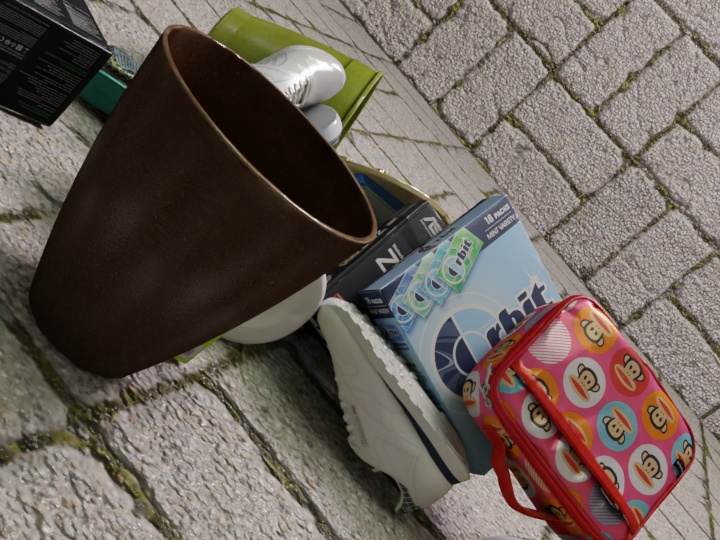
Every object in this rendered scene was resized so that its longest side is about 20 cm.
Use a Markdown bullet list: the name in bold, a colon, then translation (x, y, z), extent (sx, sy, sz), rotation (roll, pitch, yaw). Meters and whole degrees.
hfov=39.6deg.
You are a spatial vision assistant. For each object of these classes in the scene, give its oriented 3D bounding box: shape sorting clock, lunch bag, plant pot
- **shape sorting clock**: translation (0.003, -0.072, 1.054), extent (0.199, 0.039, 0.200), rotation (20, -19, 7)
- **lunch bag**: translation (0.186, 0.141, 0.890), extent (0.200, 0.176, 0.082), rotation (52, -25, -5)
- **plant pot**: translation (-0.123, -0.024, 0.672), extent (0.187, 0.200, 0.187), rotation (42, 17, -16)
- **plant pot**: translation (-0.106, -0.207, 1.202), extent (0.192, 0.201, 0.200), rotation (34, 17, -3)

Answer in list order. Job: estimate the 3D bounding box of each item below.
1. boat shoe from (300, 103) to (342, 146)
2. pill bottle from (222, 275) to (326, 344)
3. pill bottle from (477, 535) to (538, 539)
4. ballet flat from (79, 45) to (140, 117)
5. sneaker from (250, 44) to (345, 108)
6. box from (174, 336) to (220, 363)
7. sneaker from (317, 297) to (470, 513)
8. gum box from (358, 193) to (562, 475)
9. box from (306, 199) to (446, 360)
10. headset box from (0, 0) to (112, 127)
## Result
- **boat shoe**: translation (-0.090, -0.136, 1.081), extent (0.069, 0.199, 0.057), rotation (-51, 126, -33)
- **pill bottle**: translation (-0.108, -0.040, 0.903), extent (0.114, 0.114, 0.200), rotation (34, 21, -39)
- **pill bottle**: translation (0.156, 0.284, 0.837), extent (0.200, 0.112, 0.113), rotation (26, 27, -53)
- **ballet flat**: translation (-0.194, -0.152, 0.997), extent (0.200, 0.074, 0.074), rotation (42, 17, -20)
- **sneaker**: translation (-0.090, -0.174, 0.986), extent (0.199, 0.071, 0.080), rotation (-13, 44, -37)
- **box**: translation (-0.143, -0.043, 0.796), extent (0.200, 0.122, 0.048), rotation (57, 5, 27)
- **sneaker**: translation (0.013, 0.117, 0.868), extent (0.201, 0.080, 0.076), rotation (57, 14, 1)
- **gum box**: translation (0.115, 0.058, 0.936), extent (0.201, 0.170, 0.044), rotation (60, -27, -11)
- **box**: translation (0.053, 0.060, 0.956), extent (0.201, 0.161, 0.049), rotation (56, -25, -14)
- **headset box**: translation (-0.329, -0.245, 0.839), extent (0.174, 0.093, 0.200), rotation (24, 29, -54)
